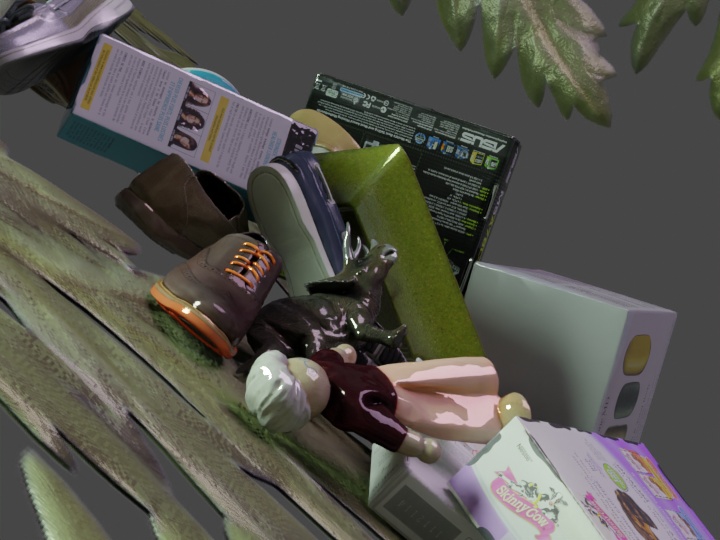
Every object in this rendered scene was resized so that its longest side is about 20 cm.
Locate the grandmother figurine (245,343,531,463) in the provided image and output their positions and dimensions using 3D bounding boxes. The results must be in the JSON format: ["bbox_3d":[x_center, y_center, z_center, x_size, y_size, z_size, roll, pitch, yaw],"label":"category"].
[{"bbox_3d":[0.010,0.081,1.191,0.199,0.061,0.121,6,16,-37],"label":"grandmother figurine"}]

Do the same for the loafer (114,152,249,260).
[{"bbox_3d":[-0.116,-0.035,1.463,0.076,0.067,0.200,45,6,28],"label":"loafer"}]

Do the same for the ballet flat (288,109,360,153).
[{"bbox_3d":[-0.009,-0.060,1.613,0.200,0.069,0.063,50,36,10],"label":"ballet flat"}]

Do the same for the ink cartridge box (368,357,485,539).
[{"bbox_3d":[0.095,0.172,1.283,0.200,0.045,0.176,41,18,-12],"label":"ink cartridge box"}]

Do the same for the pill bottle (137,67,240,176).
[{"bbox_3d":[-0.150,-0.118,1.648,0.111,0.111,0.200,40,5,-13],"label":"pill bottle"}]

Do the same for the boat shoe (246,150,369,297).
[{"bbox_3d":[-0.027,0.002,1.461,0.062,0.075,0.201,-26,93,-42],"label":"boat shoe"}]

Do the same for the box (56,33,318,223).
[{"bbox_3d":[-0.141,-0.112,1.504,0.199,0.083,0.049,24,-27,-15],"label":"box"}]

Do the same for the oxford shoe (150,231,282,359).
[{"bbox_3d":[-0.094,0.007,1.259,0.071,0.073,0.200,41,6,-9],"label":"oxford shoe"}]

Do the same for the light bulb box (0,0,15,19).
[{"bbox_3d":[-0.290,-0.260,1.319,0.125,0.198,0.200,38,5,-20],"label":"light bulb box"}]

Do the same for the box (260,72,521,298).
[{"bbox_3d":[0.023,-0.059,1.669,0.199,0.194,0.048,19,2,13],"label":"box"}]

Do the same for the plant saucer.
[{"bbox_3d":[0.000,0.000,1.536,0.199,0.048,0.201,-1,-65,58],"label":"plant saucer"}]

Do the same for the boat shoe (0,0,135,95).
[{"bbox_3d":[-0.254,-0.198,1.472,0.065,0.074,0.202,51,34,-5],"label":"boat shoe"}]

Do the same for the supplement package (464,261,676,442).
[{"bbox_3d":[0.182,0.087,1.687,0.150,0.152,0.200,18,4,22],"label":"supplement package"}]

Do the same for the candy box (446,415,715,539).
[{"bbox_3d":[0.171,0.191,1.222,0.200,0.072,0.168,18,32,-55],"label":"candy box"}]

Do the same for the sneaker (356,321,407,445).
[{"bbox_3d":[0.018,0.107,1.397,0.200,0.077,0.085,44,-14,13],"label":"sneaker"}]

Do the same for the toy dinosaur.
[{"bbox_3d":[-0.035,0.049,1.316,0.102,0.077,0.200,35,41,28],"label":"toy dinosaur"}]

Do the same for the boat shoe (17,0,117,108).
[{"bbox_3d":[-0.268,-0.189,1.576,0.063,0.073,0.200,20,-11,45],"label":"boat shoe"}]
